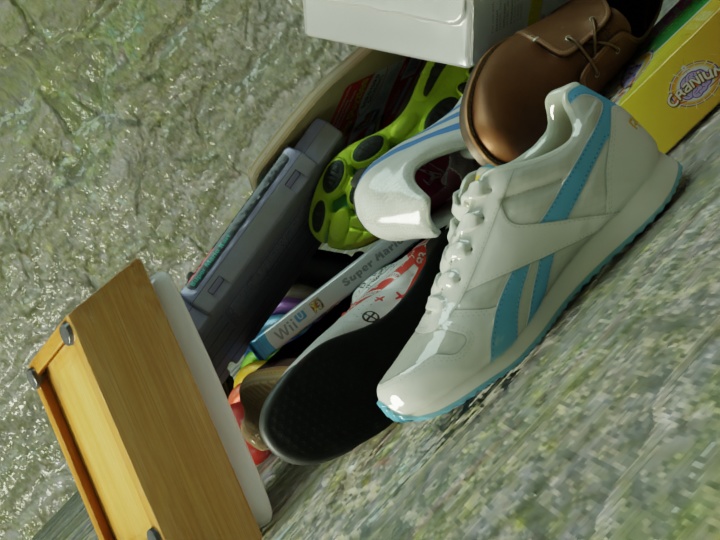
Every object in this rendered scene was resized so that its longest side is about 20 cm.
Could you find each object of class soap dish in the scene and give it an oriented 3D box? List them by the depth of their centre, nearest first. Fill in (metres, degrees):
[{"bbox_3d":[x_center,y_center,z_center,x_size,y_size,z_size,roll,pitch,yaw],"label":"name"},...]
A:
[{"bbox_3d":[-0.151,0.112,0.826,0.081,0.200,0.157,-20,-9,-33],"label":"soap dish"}]

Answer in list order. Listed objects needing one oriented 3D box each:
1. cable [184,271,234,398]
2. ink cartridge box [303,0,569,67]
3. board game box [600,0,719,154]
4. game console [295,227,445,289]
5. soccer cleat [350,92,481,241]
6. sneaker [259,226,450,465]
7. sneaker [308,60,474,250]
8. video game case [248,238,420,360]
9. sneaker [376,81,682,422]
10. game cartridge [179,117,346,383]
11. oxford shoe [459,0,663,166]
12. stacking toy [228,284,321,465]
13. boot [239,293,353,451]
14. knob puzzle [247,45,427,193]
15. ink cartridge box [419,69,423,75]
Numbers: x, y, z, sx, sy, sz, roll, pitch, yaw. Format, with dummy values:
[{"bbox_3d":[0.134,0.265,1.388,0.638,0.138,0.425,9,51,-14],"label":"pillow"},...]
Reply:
[{"bbox_3d":[-0.137,0.101,1.055,0.050,0.200,0.097,-6,32,15],"label":"cable"},{"bbox_3d":[0.072,-0.251,0.870,0.200,0.147,0.146,-34,-48,-45],"label":"ink cartridge box"},{"bbox_3d":[0.179,-0.108,0.754,0.200,0.040,0.153,-45,6,11],"label":"board game box"},{"bbox_3d":[-0.010,-0.037,1.097,0.176,0.116,0.200,-46,-6,-6],"label":"game console"},{"bbox_3d":[0.084,-0.081,0.784,0.200,0.070,0.086,-41,30,-25],"label":"soccer cleat"},{"bbox_3d":[0.004,0.055,0.775,0.201,0.067,0.108,-45,4,-24],"label":"sneaker"},{"bbox_3d":[0.044,-0.088,0.907,0.200,0.074,0.084,-48,-21,-5],"label":"sneaker"},{"bbox_3d":[0.000,0.000,0.905,0.200,0.018,0.143,-38,1,-8],"label":"video game case"},{"bbox_3d":[0.072,-0.007,0.626,0.200,0.081,0.077,-48,7,-5],"label":"sneaker"},{"bbox_3d":[-0.074,-0.013,0.924,0.200,0.038,0.130,-55,-19,-11],"label":"game cartridge"},{"bbox_3d":[0.128,-0.133,0.753,0.200,0.071,0.071,-49,11,-35],"label":"oxford shoe"},{"bbox_3d":[-0.079,0.096,1.050,0.085,0.085,0.200,-42,11,34],"label":"stacking toy"},{"bbox_3d":[-0.019,0.053,0.906,0.166,0.072,0.200,-51,3,-22],"label":"boot"},{"bbox_3d":[-0.023,-0.119,0.960,0.220,0.030,0.220,-42,-15,-14],"label":"knob puzzle"},{"bbox_3d":[0.143,-0.176,1.050,0.200,0.085,0.146,-49,-20,-18],"label":"ink cartridge box"}]
